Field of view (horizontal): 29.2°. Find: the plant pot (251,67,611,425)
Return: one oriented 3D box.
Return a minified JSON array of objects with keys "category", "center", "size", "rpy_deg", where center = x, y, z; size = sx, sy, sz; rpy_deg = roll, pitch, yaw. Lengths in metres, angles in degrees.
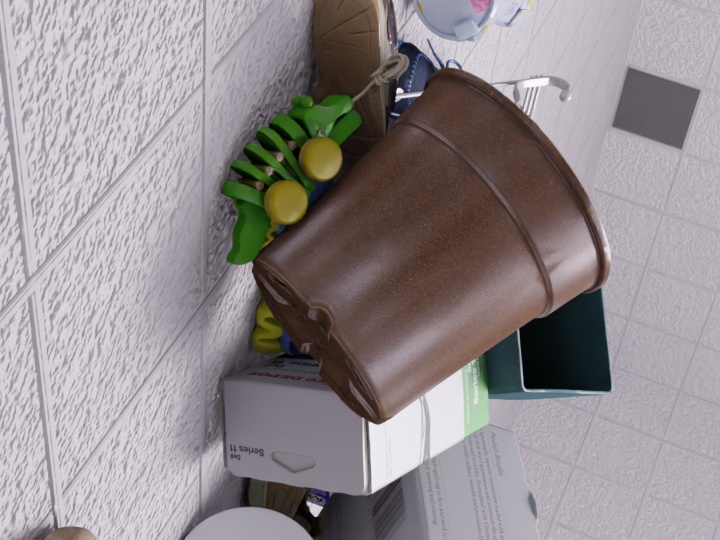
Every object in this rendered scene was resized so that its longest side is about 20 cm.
[{"category":"plant pot","center":[0.041,-0.008,0.997],"size":[0.198,0.200,0.201],"rpy_deg":[-38,157,-14]}]

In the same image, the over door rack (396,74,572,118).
[{"category":"over door rack","center":[0.086,-0.097,1.229],"size":[0.067,0.199,0.148],"rpy_deg":[-119,-148,-48]}]

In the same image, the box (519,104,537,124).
[{"category":"box","center":[0.116,-0.122,1.373],"size":[0.110,0.035,0.200],"rpy_deg":[-42,173,12]}]

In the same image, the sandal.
[{"category":"sandal","center":[-0.033,-0.005,1.107],"size":[0.080,0.087,0.201],"rpy_deg":[-55,158,-44]}]

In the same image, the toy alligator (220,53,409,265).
[{"category":"toy alligator","center":[-0.042,-0.094,0.970],"size":[0.054,0.059,0.200],"rpy_deg":[45,75,-29]}]

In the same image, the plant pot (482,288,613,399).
[{"category":"plant pot","center":[0.109,0.057,1.298],"size":[0.141,0.199,0.142],"rpy_deg":[7,75,-47]}]

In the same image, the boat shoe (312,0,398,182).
[{"category":"boat shoe","center":[-0.001,-0.144,1.065],"size":[0.065,0.072,0.201],"rpy_deg":[-51,151,-43]}]

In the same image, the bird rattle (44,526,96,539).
[{"category":"bird rattle","center":[-0.178,0.243,0.859],"size":[0.200,0.112,0.164],"rpy_deg":[45,50,-79]}]

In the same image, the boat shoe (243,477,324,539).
[{"category":"boat shoe","center":[-0.072,0.246,1.330],"size":[0.201,0.076,0.072],"rpy_deg":[97,17,-47]}]

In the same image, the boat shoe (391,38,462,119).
[{"category":"boat shoe","center":[0.067,-0.168,1.306],"size":[0.200,0.068,0.085],"rpy_deg":[12,97,-77]}]

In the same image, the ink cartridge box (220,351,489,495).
[{"category":"ink cartridge box","center":[-0.002,0.112,1.153],"size":[0.200,0.146,0.084],"rpy_deg":[-19,109,-56]}]

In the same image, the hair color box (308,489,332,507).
[{"category":"hair color box","center":[-0.037,0.144,1.361],"size":[0.200,0.064,0.110],"rpy_deg":[90,22,-60]}]

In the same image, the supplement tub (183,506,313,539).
[{"category":"supplement tub","center":[-0.098,0.313,1.206],"size":[0.201,0.131,0.132],"rpy_deg":[96,19,-47]}]

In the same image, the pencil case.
[{"category":"pencil case","center":[0.113,-0.269,1.312],"size":[0.200,0.083,0.091],"rpy_deg":[-36,122,-66]}]

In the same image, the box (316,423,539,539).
[{"category":"box","center":[0.058,0.262,1.267],"size":[0.200,0.130,0.199],"rpy_deg":[-58,-157,31]}]
